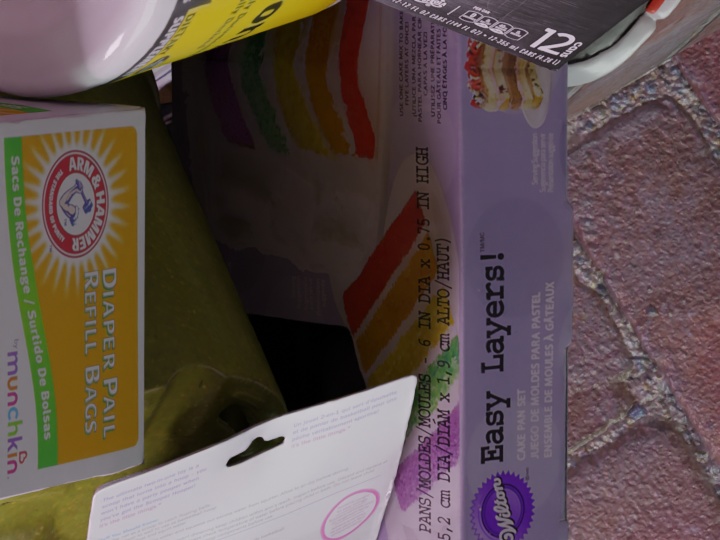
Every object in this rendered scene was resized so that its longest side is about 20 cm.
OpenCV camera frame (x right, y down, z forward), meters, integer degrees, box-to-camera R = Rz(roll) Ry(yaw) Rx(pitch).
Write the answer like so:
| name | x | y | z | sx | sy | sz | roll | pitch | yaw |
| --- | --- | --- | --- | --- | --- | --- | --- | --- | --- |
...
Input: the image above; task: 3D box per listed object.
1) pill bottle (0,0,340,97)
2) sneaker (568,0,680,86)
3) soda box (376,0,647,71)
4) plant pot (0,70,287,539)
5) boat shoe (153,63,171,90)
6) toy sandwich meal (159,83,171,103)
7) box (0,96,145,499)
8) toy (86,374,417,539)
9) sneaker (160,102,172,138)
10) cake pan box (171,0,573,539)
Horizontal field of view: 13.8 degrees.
| name | x | y | z | sx | sy | sz | roll | pitch | yaw |
| --- | --- | --- | --- | --- | --- | --- | --- | --- | --- |
| pill bottle | -0.051 | -0.126 | 0.927 | 0.111 | 0.112 | 0.200 | -34 | 176 | 34 |
| sneaker | 0.083 | -0.163 | 1.006 | 0.082 | 0.077 | 0.201 | 17 | 98 | -40 |
| soda box | -0.009 | -0.124 | 0.798 | 0.199 | 0.071 | 0.063 | 18 | 147 | -27 |
| plant pot | -0.120 | 0.011 | 1.014 | 0.199 | 0.190 | 0.200 | -26 | 150 | -17 |
| boat shoe | -0.122 | -0.087 | 1.123 | 0.200 | 0.074 | 0.065 | -31 | 180 | -28 |
| toy sandwich meal | -0.038 | -0.046 | 1.398 | 0.070 | 0.205 | 0.205 | -47 | -179 | -18 |
| box | -0.169 | 0.002 | 0.886 | 0.199 | 0.113 | 0.101 | 6 | -171 | 34 |
| toy | -0.055 | 0.106 | 0.975 | 0.115 | 0.047 | 0.201 | -19 | 141 | -28 |
| sneaker | -0.109 | -0.043 | 1.225 | 0.106 | 0.075 | 0.200 | -32 | -148 | 4 |
| cake pan box | 0.000 | 0.000 | 1.027 | 0.052 | 0.201 | 0.184 | -4 | -173 | -32 |
